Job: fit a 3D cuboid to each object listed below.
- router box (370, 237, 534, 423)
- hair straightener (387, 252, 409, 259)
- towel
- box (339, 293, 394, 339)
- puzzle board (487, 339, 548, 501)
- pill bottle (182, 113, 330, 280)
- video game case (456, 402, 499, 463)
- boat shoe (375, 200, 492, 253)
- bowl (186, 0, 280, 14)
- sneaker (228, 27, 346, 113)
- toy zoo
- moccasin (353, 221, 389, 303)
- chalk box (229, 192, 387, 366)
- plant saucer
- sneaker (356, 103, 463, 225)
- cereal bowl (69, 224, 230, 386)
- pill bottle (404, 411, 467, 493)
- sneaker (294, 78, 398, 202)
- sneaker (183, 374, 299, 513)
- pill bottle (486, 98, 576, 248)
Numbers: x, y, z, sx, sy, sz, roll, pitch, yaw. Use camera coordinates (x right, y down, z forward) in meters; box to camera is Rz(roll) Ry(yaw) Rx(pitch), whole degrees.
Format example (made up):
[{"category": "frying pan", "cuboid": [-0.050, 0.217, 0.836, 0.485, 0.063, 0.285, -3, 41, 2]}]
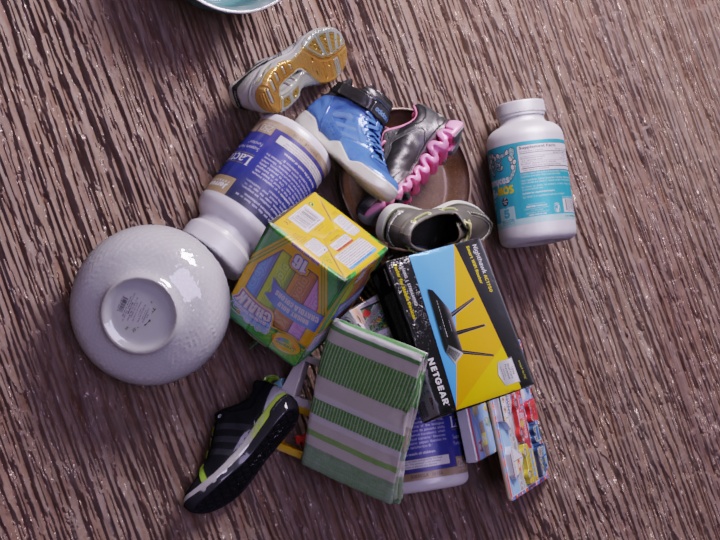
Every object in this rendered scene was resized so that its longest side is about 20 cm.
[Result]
[{"category": "router box", "cuboid": [0.114, 0.072, 1.608, 0.149, 0.051, 0.201, -15, 79, -30]}, {"category": "hair straightener", "cuboid": [0.100, 0.025, 1.787, 0.199, 0.041, 0.077, 22, 76, -14]}, {"category": "towel", "cuboid": [0.005, 0.173, 1.587, 0.023, 0.152, 0.201, -14, 118, -55]}, {"category": "box", "cuboid": [0.081, 0.058, 1.652, 0.200, 0.035, 0.110, -29, 83, -30]}, {"category": "puzzle board", "cuboid": [0.215, 0.202, 1.769, 0.151, 0.017, 0.201, -9, 87, -64]}, {"category": "pill bottle", "cuboid": [-0.136, -0.093, 1.656, 0.116, 0.116, 0.200, 40, 70, -13]}, {"category": "video game case", "cuboid": [0.173, 0.171, 1.740, 0.200, 0.017, 0.144, -8, 86, -63]}, {"category": "boat shoe", "cuboid": [0.111, -0.053, 1.723, 0.201, 0.060, 0.072, -2, 112, -43]}, {"category": "bowl", "cuboid": [-0.182, -0.418, 1.683, 0.200, 0.105, 0.202, 3, 82, -22]}, {"category": "sneaker", "cuboid": [-0.099, -0.271, 1.718, 0.200, 0.087, 0.076, -38, 121, -44]}, {"category": "toy zoo", "cuboid": [-0.034, 0.189, 1.657, 0.199, 0.020, 0.132, 18, 92, 21]}, {"category": "moccasin", "cuboid": [-0.001, 0.001, 1.706, 0.074, 0.078, 0.202, -38, 87, 14]}, {"category": "chalk box", "cuboid": [-0.080, 0.028, 1.626, 0.124, 0.200, 0.124, 36, 34, 9]}, {"category": "plant saucer", "cuboid": [0.058, -0.124, 1.784, 0.199, 0.037, 0.202, 2, 84, -22]}, {"category": "sneaker", "cuboid": [0.049, -0.147, 1.736, 0.095, 0.079, 0.200, 38, 69, 10]}, {"category": "cereal bowl", "cuboid": [-0.260, 0.048, 1.563, 0.199, 0.083, 0.201, 0, 100, 2]}, {"category": "pill bottle", "cuboid": [0.071, 0.188, 1.698, 0.115, 0.116, 0.201, -6, 82, -23]}, {"category": "sneaker", "cuboid": [0.008, -0.180, 1.686, 0.111, 0.200, 0.077, -45, 140, -1]}, {"category": "sneaker", "cuboid": [-0.162, 0.221, 1.647, 0.083, 0.072, 0.200, 37, 77, 27]}, {"category": "pill bottle", "cuboid": [0.238, -0.137, 1.819, 0.110, 0.111, 0.201, -5, 85, -23]}]
